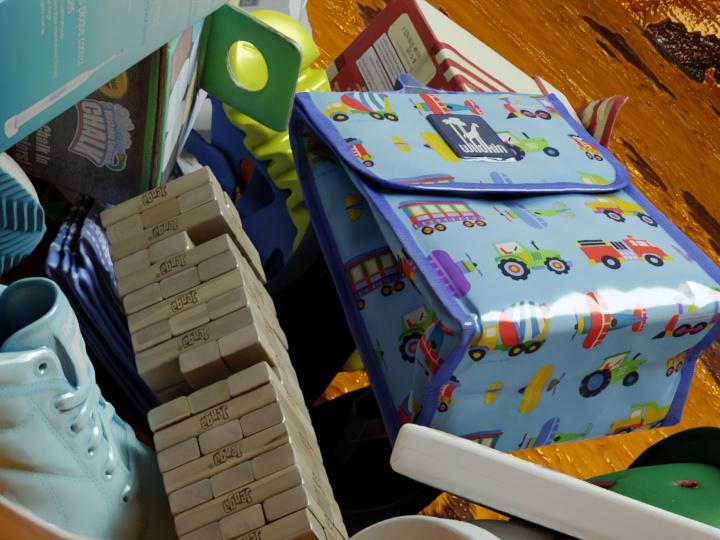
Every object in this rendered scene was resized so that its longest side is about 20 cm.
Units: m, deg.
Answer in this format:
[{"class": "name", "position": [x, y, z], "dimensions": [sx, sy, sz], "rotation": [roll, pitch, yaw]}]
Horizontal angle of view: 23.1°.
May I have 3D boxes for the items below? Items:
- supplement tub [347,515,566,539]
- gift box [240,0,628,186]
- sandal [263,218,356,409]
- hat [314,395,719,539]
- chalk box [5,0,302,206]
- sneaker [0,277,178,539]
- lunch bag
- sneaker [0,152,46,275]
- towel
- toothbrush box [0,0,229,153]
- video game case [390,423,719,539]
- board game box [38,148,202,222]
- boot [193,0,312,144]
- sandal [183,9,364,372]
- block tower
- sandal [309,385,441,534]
[{"class": "supplement tub", "position": [0.075, 0.181, 0.715], "dimensions": [0.199, 0.140, 0.141], "rotation": [25, 28, -45]}, {"class": "gift box", "position": [0.070, -0.036, 1.058], "dimensions": [0.186, 0.200, 0.185], "rotation": [30, 30, -41]}, {"class": "sandal", "position": [0.000, 0.001, 0.869], "dimensions": [0.076, 0.043, 0.201], "rotation": [57, 44, -27]}, {"class": "hat", "position": [0.080, 0.136, 0.860], "dimensions": [0.175, 0.200, 0.167], "rotation": [20, 67, -23]}, {"class": "chalk box", "position": [-0.119, -0.119, 0.774], "dimensions": [0.199, 0.125, 0.124], "rotation": [18, 55, 1]}, {"class": "sneaker", "position": [-0.122, 0.050, 0.658], "dimensions": [0.200, 0.082, 0.074], "rotation": [33, 24, -35]}, {"class": "lunch bag", "position": [0.059, -0.019, 0.832], "dimensions": [0.150, 0.094, 0.201], "rotation": [-5, 47, -27]}, {"class": "sneaker", "position": [-0.209, -0.056, 0.702], "dimensions": [0.200, 0.076, 0.081], "rotation": [30, 24, -42]}, {"class": "towel", "position": [-0.085, 0.011, 0.846], "dimensions": [0.145, 0.024, 0.200], "rotation": [56, 17, -20]}, {"class": "toothbrush box", "position": [-0.130, -0.147, 0.664], "dimensions": [0.146, 0.086, 0.200], "rotation": [42, 58, 17]}, {"class": "video game case", "position": [0.132, 0.115, 0.732], "dimensions": [0.199, 0.023, 0.182], "rotation": [16, -8, 26]}, {"class": "board game box", "position": [-0.171, -0.106, 0.948], "dimensions": [0.200, 0.026, 0.200], "rotation": [47, 20, 1]}, {"class": "boot", "position": [-0.062, -0.119, 1.056], "dimensions": [0.096, 0.073, 0.201], "rotation": [80, 19, -44]}, {"class": "sandal", "position": [-0.039, -0.039, 0.935], "dimensions": [0.079, 0.087, 0.201], "rotation": [-31, 108, -39]}, {"class": "block tower", "position": [-0.054, 0.051, 0.706], "dimensions": [0.054, 0.057, 0.201], "rotation": [59, 10, -50]}, {"class": "sandal", "position": [0.038, 0.064, 0.848], "dimensions": [0.199, 0.043, 0.076], "rotation": [-22, 42, -27]}]
